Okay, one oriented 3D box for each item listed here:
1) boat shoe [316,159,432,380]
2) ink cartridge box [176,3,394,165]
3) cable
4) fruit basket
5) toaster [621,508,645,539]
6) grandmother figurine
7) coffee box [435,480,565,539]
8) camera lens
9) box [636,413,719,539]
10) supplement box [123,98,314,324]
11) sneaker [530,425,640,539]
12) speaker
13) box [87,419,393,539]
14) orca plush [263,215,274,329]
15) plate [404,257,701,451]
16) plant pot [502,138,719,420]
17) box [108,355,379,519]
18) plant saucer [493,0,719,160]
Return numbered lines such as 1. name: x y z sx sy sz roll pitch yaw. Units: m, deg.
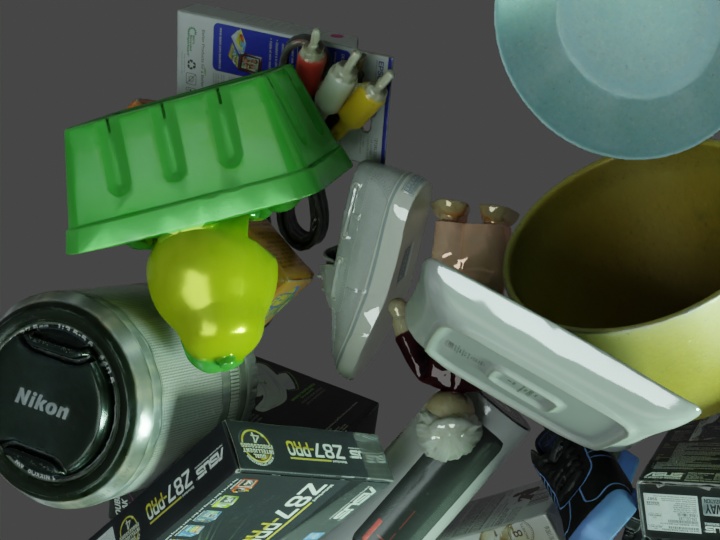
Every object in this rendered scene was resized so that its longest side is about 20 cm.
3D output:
1. boat shoe: 0.000 0.000 1.207 0.068 0.072 0.200 28 132 16
2. ink cartridge box: -0.060 -0.152 1.207 0.199 0.037 0.095 17 118 24
3. cable: -0.044 -0.104 1.169 0.097 0.050 0.200 33 124 10
4. fruit basket: -0.109 -0.033 1.098 0.215 0.156 0.216 3 104 12
5. toaster: 0.264 0.258 1.145 0.129 0.114 0.200 12 130 19
6. grandmother figurine: 0.081 0.049 1.152 0.121 0.061 0.201 7 84 24
7. coffee box: 0.111 0.258 1.257 0.200 0.080 0.113 -23 99 33
8. camera lens: -0.188 0.091 1.148 0.159 0.200 0.161 1 93 24
9. box: 0.314 0.139 1.051 0.199 0.158 0.050 -2 109 28
10. supplement box: -0.130 -0.047 1.213 0.067 0.069 0.200 -43 82 13
11. sneaker: 0.164 0.157 1.118 0.078 0.200 0.070 39 101 3
12. speaker: 0.045 0.178 1.212 0.081 0.081 0.200 42 96 7
13. box: -0.098 0.189 1.151 0.200 0.161 0.049 -42 56 31
14. orca plush: -0.116 -0.004 1.279 0.105 0.071 0.201 -1 89 12
15. plate: 0.117 0.070 1.018 0.200 0.200 0.032 30 79 4
16. plant pot: 0.219 0.024 1.053 0.199 0.200 0.142 -7 129 30
17. box: -0.106 0.169 1.312 0.199 0.124 0.149 19 117 21
18. plant saucer: 0.195 -0.180 1.055 0.200 0.039 0.202 11 116 25
